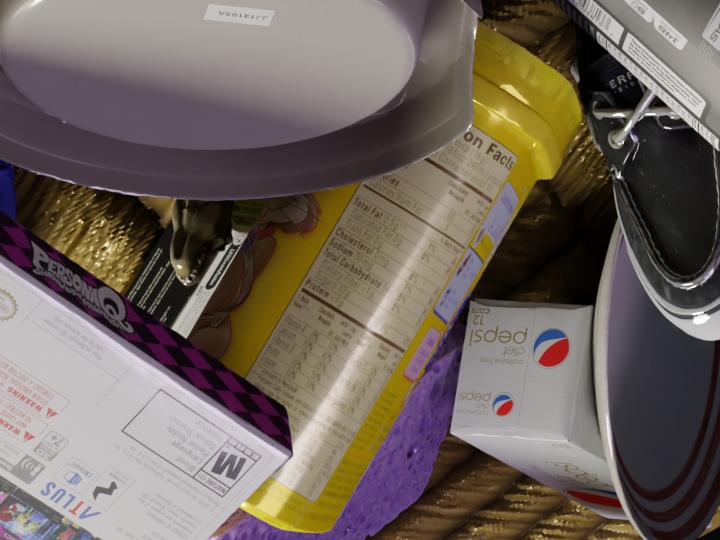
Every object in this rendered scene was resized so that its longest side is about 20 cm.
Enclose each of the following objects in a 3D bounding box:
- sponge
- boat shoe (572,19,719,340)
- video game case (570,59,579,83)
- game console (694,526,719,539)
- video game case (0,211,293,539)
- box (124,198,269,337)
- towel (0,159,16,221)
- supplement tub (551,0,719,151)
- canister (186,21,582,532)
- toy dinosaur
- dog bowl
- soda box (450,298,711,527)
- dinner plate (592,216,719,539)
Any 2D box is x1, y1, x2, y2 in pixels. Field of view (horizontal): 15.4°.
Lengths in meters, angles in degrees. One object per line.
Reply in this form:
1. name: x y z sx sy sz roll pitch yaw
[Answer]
1. sponge: -0.025 0.105 1.220 0.200 0.030 0.112 -35 152 -43
2. boat shoe: 0.121 -0.069 1.075 0.072 0.200 0.068 -22 148 32
3. video game case: 0.205 -0.103 1.114 0.200 0.182 0.024 -41 131 5
4. game console: 0.181 0.095 1.251 0.176 0.117 0.200 -28 158 -1
5. video game case: -0.156 0.064 0.941 0.200 0.036 0.181 35 112 -23
6. box: -0.072 0.052 1.171 0.110 0.035 0.200 6 126 -45
7. towel: -0.222 0.017 0.986 0.200 0.050 0.148 -20 141 -23
8. supplement tub: 0.141 -0.121 0.999 0.123 0.200 0.123 -44 167 -13
9. canister: 0.000 0.000 1.048 0.200 0.086 0.149 -59 171 -2
10. toy dinosaur: -0.041 -0.089 1.034 0.088 0.047 0.200 16 113 -51
11. dog bowl: -0.052 -0.091 0.903 0.199 0.059 0.200 -1 157 -1
12. soda box: 0.116 0.072 1.301 0.200 0.064 0.068 32 65 -58
13. dinner plate: 0.146 0.032 1.263 0.200 0.024 0.201 -12 104 -61
